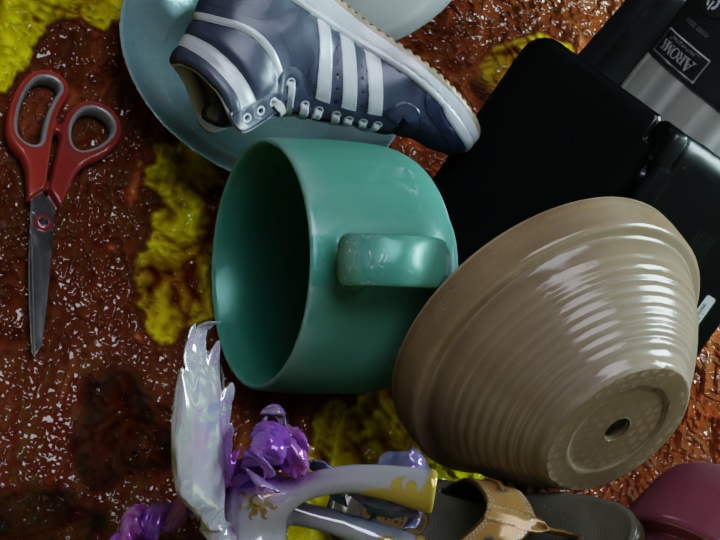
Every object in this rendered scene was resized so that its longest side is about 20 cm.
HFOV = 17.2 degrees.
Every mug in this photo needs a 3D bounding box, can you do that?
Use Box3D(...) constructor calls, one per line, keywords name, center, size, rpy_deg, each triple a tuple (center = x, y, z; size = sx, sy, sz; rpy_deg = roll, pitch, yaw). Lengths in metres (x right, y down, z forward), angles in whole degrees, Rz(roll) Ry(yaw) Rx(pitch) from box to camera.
Box3D(name="mug", center=(-0.004, 0.006, 1.424), size=(0.114, 0.153, 0.185), rpy_deg=(3, 30, -26))

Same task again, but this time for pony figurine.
Box3D(name="pony figurine", center=(-0.061, 0.136, 1.330), size=(0.199, 0.167, 0.194), rpy_deg=(9, 81, 2))

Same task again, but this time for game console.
Box3D(name="game console", center=(0.140, -0.014, 1.518), size=(0.175, 0.200, 0.116), rpy_deg=(29, 11, -32))

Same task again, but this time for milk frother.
Box3D(name="milk frother", center=(0.248, -0.091, 1.612), size=(0.200, 0.188, 0.181), rpy_deg=(33, 13, -24))

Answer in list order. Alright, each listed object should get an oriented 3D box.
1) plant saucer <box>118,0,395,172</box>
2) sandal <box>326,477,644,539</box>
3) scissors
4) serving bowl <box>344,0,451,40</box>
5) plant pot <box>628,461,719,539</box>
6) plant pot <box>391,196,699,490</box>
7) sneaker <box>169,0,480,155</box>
Box3D(name="plant saucer", center=(-0.068, -0.132, 1.564), size=(0.200, 0.039, 0.202), rpy_deg=(13, 55, -18))
Box3D(name="sandal", center=(0.065, 0.146, 1.375), size=(0.199, 0.055, 0.082), rpy_deg=(13, 62, 29))
Box3D(name="scissors", center=(-0.201, -0.039, 1.461), size=(0.073, 0.014, 0.201), rpy_deg=(24, 54, -13))
Box3D(name="serving bowl", center=(-0.014, -0.226, 1.496), size=(0.199, 0.201, 0.066), rpy_deg=(22, 21, -11))
Box3D(name="plant pot", center=(0.193, 0.240, 1.370), size=(0.200, 0.200, 0.179), rpy_deg=(45, 68, 6))
Box3D(name="plant pot", center=(0.125, 0.062, 1.389), size=(0.200, 0.201, 0.093), rpy_deg=(-9, 46, -30))
Box3D(name="sneaker", center=(-0.026, -0.105, 1.464), size=(0.200, 0.070, 0.109), rpy_deg=(37, 77, -18))
